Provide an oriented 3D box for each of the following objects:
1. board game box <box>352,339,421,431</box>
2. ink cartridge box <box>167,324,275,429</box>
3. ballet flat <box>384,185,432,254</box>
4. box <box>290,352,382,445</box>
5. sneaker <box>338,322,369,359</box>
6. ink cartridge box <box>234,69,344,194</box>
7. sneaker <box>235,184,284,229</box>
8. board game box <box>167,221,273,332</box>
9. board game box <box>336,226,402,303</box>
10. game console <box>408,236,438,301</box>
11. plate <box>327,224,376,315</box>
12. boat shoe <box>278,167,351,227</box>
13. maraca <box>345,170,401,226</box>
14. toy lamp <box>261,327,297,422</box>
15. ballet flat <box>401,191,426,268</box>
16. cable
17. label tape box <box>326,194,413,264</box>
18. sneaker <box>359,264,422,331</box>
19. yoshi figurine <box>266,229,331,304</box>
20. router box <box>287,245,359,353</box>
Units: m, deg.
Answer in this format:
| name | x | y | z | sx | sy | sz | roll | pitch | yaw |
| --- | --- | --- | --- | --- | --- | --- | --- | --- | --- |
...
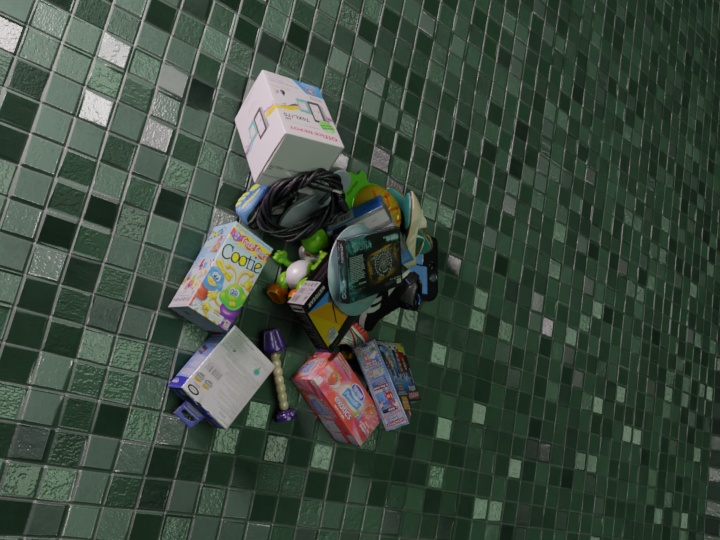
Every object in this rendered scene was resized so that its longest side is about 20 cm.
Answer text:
| name | x | y | z | sx | sy | sz | roll | pitch | yaw |
| --- | --- | --- | --- | --- | --- | --- | --- | --- | --- |
| board game box | 0.073 | 0.271 | 1.578 | 0.200 | 0.062 | 0.200 | 23 | 47 | -65 |
| ink cartridge box | -0.290 | 0.226 | 1.360 | 0.137 | 0.076 | 0.200 | 50 | 58 | -22 |
| ballet flat | 0.121 | -0.133 | 1.711 | 0.200 | 0.068 | 0.072 | 52 | 19 | -8 |
| box | -0.052 | 0.290 | 1.522 | 0.095 | 0.103 | 0.200 | -44 | 110 | -33 |
| sneaker | -0.062 | 0.132 | 1.544 | 0.200 | 0.078 | 0.082 | 44 | 63 | -26 |
| ink cartridge box | -0.154 | -0.289 | 1.417 | 0.146 | 0.146 | 0.200 | 7 | 48 | -37 |
| sneaker | -0.195 | -0.165 | 1.485 | 0.200 | 0.071 | 0.083 | -49 | 133 | -31 |
| board game box | -0.284 | 0.015 | 1.367 | 0.103 | 0.105 | 0.200 | 38 | 65 | -29 |
| board game box | 0.023 | -0.016 | 1.438 | 0.200 | 0.028 | 0.136 | -16 | 107 | -51 |
| game console | 0.124 | -0.014 | 1.730 | 0.200 | 0.031 | 0.177 | 10 | 80 | -37 |
| plate | 0.000 | 0.000 | 1.454 | 0.200 | 0.026 | 0.201 | -10 | 102 | -52 |
| boat shoe | -0.115 | -0.166 | 1.536 | 0.202 | 0.086 | 0.075 | -46 | 121 | 1 |
| maraca | 0.022 | -0.151 | 1.615 | 0.200 | 0.107 | 0.137 | 44 | 62 | -26 |
| toy lamp | -0.179 | 0.226 | 1.460 | 0.058 | 0.058 | 0.200 | -13 | 96 | -37 |
| ballet flat | 0.130 | -0.097 | 1.655 | 0.069 | 0.069 | 0.200 | -7 | 117 | -38 |
| cable | -0.126 | -0.135 | 1.417 | 0.200 | 0.051 | 0.163 | -20 | 143 | -4 |
| label tape box | 0.028 | -0.056 | 1.567 | 0.200 | 0.144 | 0.063 | 59 | 11 | -30 |
| sneaker | 0.077 | 0.085 | 1.577 | 0.073 | 0.112 | 0.200 | -28 | 146 | -58 |
| yoshi figurine | -0.128 | -0.021 | 1.491 | 0.112 | 0.112 | 0.200 | 39 | 58 | -19 |
| router box | -0.056 | 0.056 | 1.453 | 0.200 | 0.051 | 0.149 | -53 | 132 | -33 |
